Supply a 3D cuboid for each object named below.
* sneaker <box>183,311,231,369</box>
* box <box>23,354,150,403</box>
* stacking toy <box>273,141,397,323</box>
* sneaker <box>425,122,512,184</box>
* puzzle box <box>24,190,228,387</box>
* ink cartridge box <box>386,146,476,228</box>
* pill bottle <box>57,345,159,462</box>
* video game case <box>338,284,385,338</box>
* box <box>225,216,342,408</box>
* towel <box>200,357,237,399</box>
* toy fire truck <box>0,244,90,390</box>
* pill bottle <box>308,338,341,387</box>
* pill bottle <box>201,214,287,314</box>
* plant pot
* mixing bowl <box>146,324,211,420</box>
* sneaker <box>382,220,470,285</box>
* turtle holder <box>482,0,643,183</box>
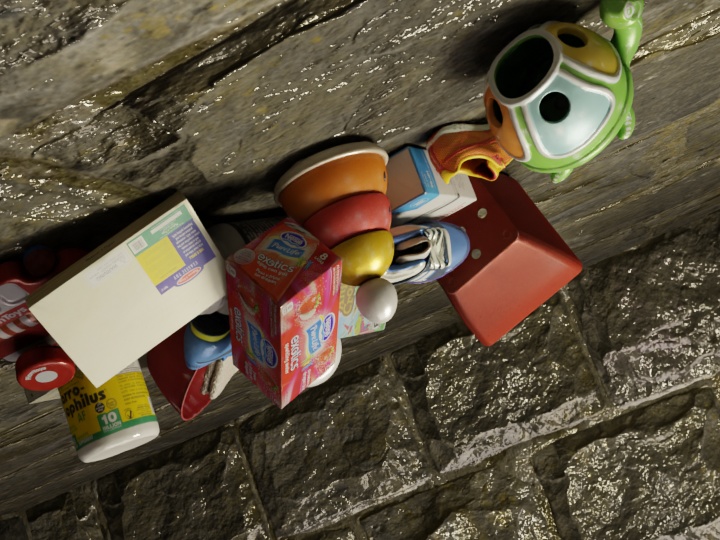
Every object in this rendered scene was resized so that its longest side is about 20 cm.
[{"bbox_3d":[-0.166,0.066,1.171,0.200,0.065,0.079,-36,153,-52],"label":"sneaker"},{"bbox_3d":[-0.417,0.142,1.365,0.094,0.079,0.199,-29,166,31],"label":"box"},{"bbox_3d":[-0.007,-0.033,1.022,0.144,0.203,0.146,-20,169,-4],"label":"stacking toy"},{"bbox_3d":[0.173,-0.153,1.122,0.197,0.078,0.073,-18,167,-24],"label":"sneaker"},{"bbox_3d":[-0.243,0.022,0.959,0.199,0.025,0.134,-36,129,-11],"label":"puzzle box"},{"bbox_3d":[0.078,-0.103,1.189,0.115,0.069,0.199,-27,168,29],"label":"ink cartridge box"},{"bbox_3d":[-0.354,0.145,1.192,0.111,0.203,0.113,-20,169,-4],"label":"pill bottle"},{"bbox_3d":[0.000,0.000,1.284,0.022,0.203,0.181,22,-164,33],"label":"video game case"},{"bbox_3d":[-0.089,0.053,1.028,0.099,0.095,0.202,-37,151,-31],"label":"box"},{"bbox_3d":[-0.178,0.093,1.304,0.133,0.034,0.202,-53,169,-46],"label":"towel"},{"bbox_3d":[-0.354,0.039,0.993,0.197,0.113,0.168,-24,149,7],"label":"toy fire truck"},{"bbox_3d":[-0.103,0.122,1.391,0.111,0.114,0.200,-18,-178,-15],"label":"pill bottle"},{"bbox_3d":[-0.139,-0.007,1.117,0.198,0.116,0.113,-10,164,-42],"label":"pill bottle"},{"bbox_3d":[0.184,-0.034,1.335,0.199,0.201,0.176,-41,152,14],"label":"plant pot"},{"bbox_3d":[-0.263,0.119,1.371,0.202,0.107,0.201,-59,171,-16],"label":"mixing bowl"},{"bbox_3d":[0.081,-0.022,1.131,0.197,0.082,0.146,-8,-178,-22],"label":"sneaker"},{"bbox_3d":[0.209,-0.187,0.889,0.183,0.143,0.131,-18,155,33],"label":"turtle holder"}]
